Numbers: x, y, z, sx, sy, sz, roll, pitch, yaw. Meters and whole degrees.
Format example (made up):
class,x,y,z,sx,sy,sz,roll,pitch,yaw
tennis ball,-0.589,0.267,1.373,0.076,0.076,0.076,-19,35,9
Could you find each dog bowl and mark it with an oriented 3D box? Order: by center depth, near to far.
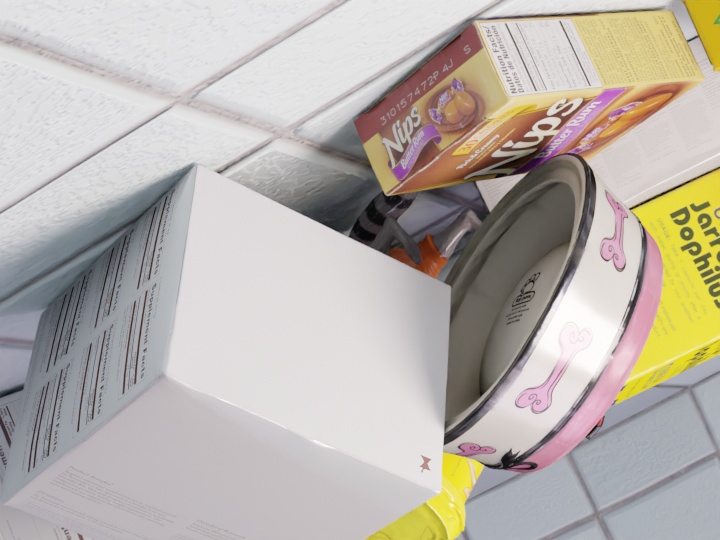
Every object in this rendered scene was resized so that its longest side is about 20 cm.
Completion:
class,x,y,z,sx,sy,sz,roll,pitch,yaw
dog bowl,0.107,0.033,1.145,0.201,0.073,0.201,-55,-165,22

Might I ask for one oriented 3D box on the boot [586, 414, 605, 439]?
class,x,y,z,sx,sy,sz,roll,pitch,yaw
boot,0.133,0.093,1.504,0.073,0.154,0.205,-23,140,-13

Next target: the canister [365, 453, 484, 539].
class,x,y,z,sx,sy,sz,roll,pitch,yaw
canister,0.036,0.112,1.281,0.148,0.087,0.201,-34,-164,44

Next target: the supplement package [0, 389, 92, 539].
class,x,y,z,sx,sy,sz,roll,pitch,yaw
supplement package,-0.239,0.188,1.409,0.110,0.157,0.200,-19,166,-24

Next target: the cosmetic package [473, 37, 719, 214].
class,x,y,z,sx,sy,sz,roll,pitch,yaw
cosmetic package,0.177,-0.084,1.295,0.198,0.083,0.051,-25,169,3

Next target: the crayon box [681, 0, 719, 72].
class,x,y,z,sx,sy,sz,roll,pitch,yaw
crayon box,0.322,-0.187,1.210,0.172,0.059,0.199,-32,165,27

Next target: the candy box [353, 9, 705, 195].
class,x,y,z,sx,sy,sz,roll,pitch,yaw
candy box,0.105,-0.104,1.143,0.199,0.057,0.116,-10,161,-45

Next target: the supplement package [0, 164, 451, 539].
class,x,y,z,sx,sy,sz,roll,pitch,yaw
supplement package,-0.079,0.075,1.129,0.190,0.148,0.200,26,140,-26

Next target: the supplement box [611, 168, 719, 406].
class,x,y,z,sx,sy,sz,roll,pitch,yaw
supplement box,0.220,0.012,1.329,0.198,0.110,0.109,-25,168,-5

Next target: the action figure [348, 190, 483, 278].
class,x,y,z,sx,sy,sz,roll,pitch,yaw
action figure,0.000,0.000,1.316,0.192,0.105,0.200,-25,-177,33
